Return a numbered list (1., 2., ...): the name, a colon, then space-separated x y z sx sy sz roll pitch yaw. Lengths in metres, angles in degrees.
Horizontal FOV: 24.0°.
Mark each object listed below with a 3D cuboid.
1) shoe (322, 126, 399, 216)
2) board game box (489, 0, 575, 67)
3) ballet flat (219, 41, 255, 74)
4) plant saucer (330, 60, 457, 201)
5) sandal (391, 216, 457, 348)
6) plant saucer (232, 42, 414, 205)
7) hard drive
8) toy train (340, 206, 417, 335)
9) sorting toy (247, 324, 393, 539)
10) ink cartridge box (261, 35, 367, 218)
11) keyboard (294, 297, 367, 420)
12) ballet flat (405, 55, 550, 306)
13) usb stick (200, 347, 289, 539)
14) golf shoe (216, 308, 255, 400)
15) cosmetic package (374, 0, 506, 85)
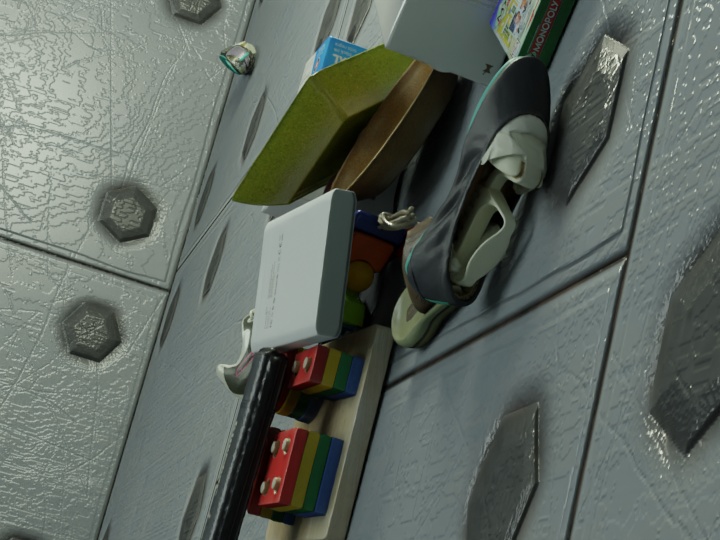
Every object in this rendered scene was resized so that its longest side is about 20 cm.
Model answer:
1. shoe: -0.008 -0.051 1.749 0.091 0.071 0.201 124 166 -58
2. board game box: 0.163 -0.269 1.364 0.135 0.029 0.201 -103 32 -67
3. ballet flat: -0.250 -0.446 3.544 0.200 0.072 0.072 -136 65 -77
4. plant saucer: 0.039 -0.140 1.642 0.200 0.035 0.200 -54 9 13
5. sandal: 0.056 -0.002 1.384 0.201 0.057 0.080 121 163 -48
6. plant saucer: -0.021 -0.150 1.791 0.200 0.048 0.200 -31 -16 -47
7. hard drive: -0.056 0.006 1.577 0.200 0.027 0.132 160 119 -69
8. toy train: 0.000 0.000 1.570 0.200 0.084 0.116 171 118 -77
9. sorting toy: -0.054 0.153 1.598 0.199 0.069 0.201 154 132 -69
10. ink cartridge box: -0.042 -0.159 2.025 0.146 0.084 0.201 152 135 -74
11. keyboard: -0.038 0.120 1.742 0.127 0.021 0.201 -123 53 -69
12. ballet flat: 0.102 -0.060 1.264 0.201 0.073 0.073 -63 13 11
13. usb stick: -0.108 0.169 1.575 0.055 0.032 0.201 171 116 -72
14. golf shoe: -0.078 0.052 1.796 0.200 0.088 0.077 -61 -15 -2
15. cosmetic package: 0.076 -0.250 1.548 0.200 0.107 0.085 -102 33 -65
